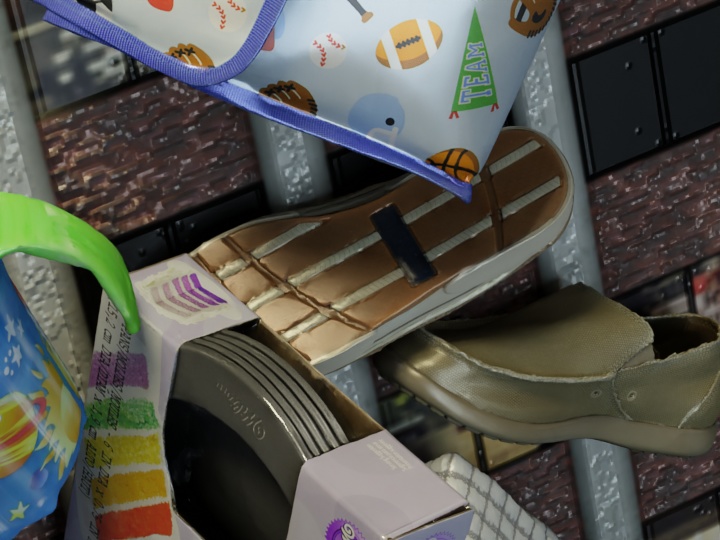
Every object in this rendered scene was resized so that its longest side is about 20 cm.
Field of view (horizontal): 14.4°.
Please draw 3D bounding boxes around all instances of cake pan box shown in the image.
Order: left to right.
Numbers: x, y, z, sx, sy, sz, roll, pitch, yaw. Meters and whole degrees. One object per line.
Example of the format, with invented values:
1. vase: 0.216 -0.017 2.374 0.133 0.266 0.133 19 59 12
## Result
1. cake pan box: -0.045 0.118 1.156 0.052 0.184 0.201 -21 138 -39

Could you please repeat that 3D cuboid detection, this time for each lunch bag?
1. lunch bag: -0.016 -0.144 1.140 0.199 0.124 0.171 24 97 -20

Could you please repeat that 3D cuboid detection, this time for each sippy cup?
1. sippy cup: -0.179 0.044 1.123 0.130 0.177 0.140 51 53 -44

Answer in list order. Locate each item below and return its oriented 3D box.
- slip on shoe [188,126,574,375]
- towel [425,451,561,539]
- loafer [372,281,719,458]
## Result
1. slip on shoe: 0.000 0.000 1.240 0.199 0.076 0.061 -28 165 -7
2. towel: 0.057 0.202 1.298 0.200 0.085 0.166 45 44 -37
3. loafer: 0.090 0.039 1.301 0.199 0.076 0.068 8 105 -41
